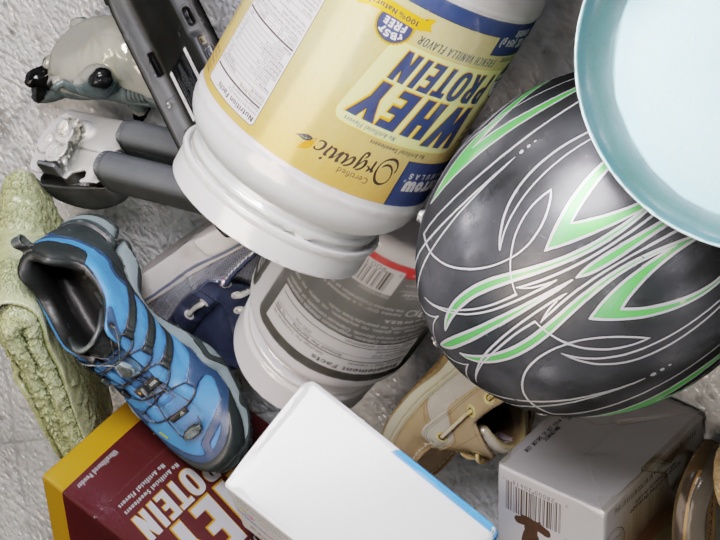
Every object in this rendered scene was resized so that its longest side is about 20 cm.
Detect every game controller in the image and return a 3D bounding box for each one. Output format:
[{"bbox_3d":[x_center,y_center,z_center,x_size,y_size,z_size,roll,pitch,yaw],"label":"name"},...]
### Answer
[{"bbox_3d":[-0.099,-0.113,1.725,0.200,0.042,0.104,63,151,8],"label":"game controller"}]

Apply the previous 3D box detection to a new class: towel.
[{"bbox_3d":[-0.208,0.040,1.940,0.036,0.149,0.200,-11,136,9],"label":"towel"}]

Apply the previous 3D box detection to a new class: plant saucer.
[{"bbox_3d":[0.207,-0.105,1.407,0.200,0.200,0.027,46,-179,12],"label":"plant saucer"}]

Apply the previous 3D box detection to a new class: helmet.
[{"bbox_3d":[0.129,-0.015,1.515,0.200,0.191,0.201,26,132,32],"label":"helmet"}]

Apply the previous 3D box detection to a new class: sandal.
[{"bbox_3d":[0.217,0.192,1.680,0.054,0.082,0.201,8,117,17],"label":"sandal"}]

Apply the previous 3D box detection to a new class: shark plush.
[{"bbox_3d":[-0.168,-0.118,1.863,0.083,0.091,0.200,38,144,-27],"label":"shark plush"}]

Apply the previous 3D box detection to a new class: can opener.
[{"bbox_3d":[-0.143,-0.068,1.851,0.200,0.053,0.066,11,152,46],"label":"can opener"}]

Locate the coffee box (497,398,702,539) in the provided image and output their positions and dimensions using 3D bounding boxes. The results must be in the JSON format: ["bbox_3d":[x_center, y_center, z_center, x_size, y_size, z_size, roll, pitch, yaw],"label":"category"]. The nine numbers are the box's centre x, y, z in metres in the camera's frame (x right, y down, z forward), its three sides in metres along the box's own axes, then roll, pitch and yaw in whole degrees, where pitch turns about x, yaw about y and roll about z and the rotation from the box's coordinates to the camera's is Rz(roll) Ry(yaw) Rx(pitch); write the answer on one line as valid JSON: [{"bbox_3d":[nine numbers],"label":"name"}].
[{"bbox_3d":[0.143,0.179,1.702,0.080,0.114,0.201,23,132,30],"label":"coffee box"}]

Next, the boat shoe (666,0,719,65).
[{"bbox_3d":[0.209,-0.125,1.450,0.200,0.072,0.071,32,108,8],"label":"boat shoe"}]

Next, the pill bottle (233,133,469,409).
[{"bbox_3d":[0.000,0.000,1.726,0.114,0.114,0.200,48,141,11],"label":"pill bottle"}]

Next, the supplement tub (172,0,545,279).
[{"bbox_3d":[-0.004,-0.110,1.541,0.144,0.144,0.200,39,112,20],"label":"supplement tub"}]

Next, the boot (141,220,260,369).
[{"bbox_3d":[-0.076,0.007,1.857,0.090,0.073,0.200,51,150,-5],"label":"boot"}]

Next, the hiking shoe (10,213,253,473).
[{"bbox_3d":[-0.153,0.057,1.836,0.074,0.087,0.200,-44,82,27],"label":"hiking shoe"}]

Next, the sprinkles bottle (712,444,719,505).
[{"bbox_3d":[0.282,0.100,1.535,0.200,0.068,0.068,-20,101,51],"label":"sprinkles bottle"}]

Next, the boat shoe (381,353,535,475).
[{"bbox_3d":[0.075,0.084,1.738,0.069,0.074,0.200,52,141,15],"label":"boat shoe"}]

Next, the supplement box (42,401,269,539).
[{"bbox_3d":[-0.093,0.207,1.926,0.200,0.133,0.198,34,149,25],"label":"supplement box"}]

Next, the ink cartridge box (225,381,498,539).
[{"bbox_3d":[0.002,0.156,1.716,0.144,0.085,0.200,38,172,8],"label":"ink cartridge box"}]
